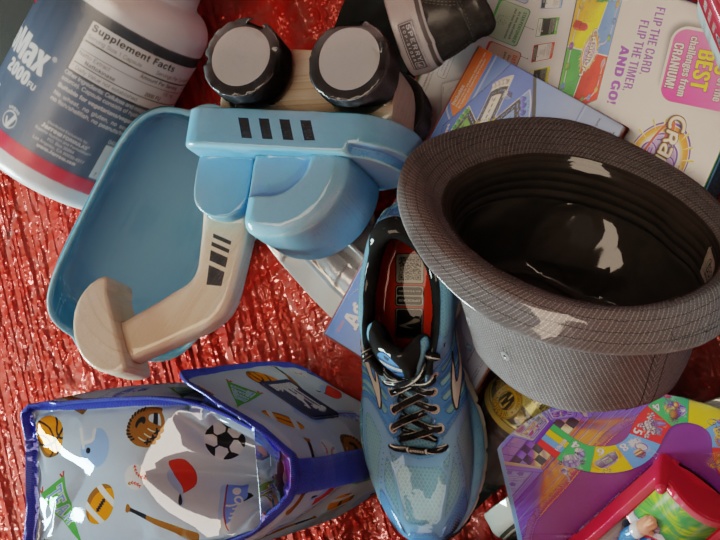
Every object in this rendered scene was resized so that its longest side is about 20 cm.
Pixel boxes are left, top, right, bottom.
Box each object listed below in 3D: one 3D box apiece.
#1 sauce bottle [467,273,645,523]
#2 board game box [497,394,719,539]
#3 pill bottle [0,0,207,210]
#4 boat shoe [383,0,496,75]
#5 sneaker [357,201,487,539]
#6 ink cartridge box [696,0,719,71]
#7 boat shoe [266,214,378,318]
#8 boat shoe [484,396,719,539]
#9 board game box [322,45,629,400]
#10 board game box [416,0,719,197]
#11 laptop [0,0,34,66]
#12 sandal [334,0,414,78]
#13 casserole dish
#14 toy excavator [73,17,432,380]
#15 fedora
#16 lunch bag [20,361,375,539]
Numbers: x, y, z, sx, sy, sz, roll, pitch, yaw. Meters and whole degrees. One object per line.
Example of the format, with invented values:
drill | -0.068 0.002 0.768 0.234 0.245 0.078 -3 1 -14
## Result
sauce bottle | 0.112 0.082 0.775 0.066 0.066 0.200 46 106 19
board game box | 0.161 0.161 0.708 0.157 0.039 0.201 -4 120 20
pill bottle | -0.176 -0.154 0.886 0.119 0.119 0.201 37 103 21
boat shoe | 0.044 -0.184 0.770 0.056 0.069 0.201 -20 38 12
sneaker | 0.023 0.059 0.725 0.078 0.090 0.202 -6 90 16
ink cartridge box | 0.224 -0.046 0.562 0.082 0.146 0.201 -22 89 15
boat shoe | 0.000 0.000 0.830 0.068 0.072 0.200 -44 69 3
boat shoe | 0.167 0.127 0.744 0.199 0.071 0.064 -28 76 21
board game box | 0.067 -0.022 0.766 0.103 0.019 0.201 31 100 13
board game box | 0.135 -0.106 0.780 0.199 0.040 0.154 27 100 23
laptop | -0.287 -0.285 1.002 0.200 0.116 0.187 41 108 -9
sandal | -0.009 -0.108 0.810 0.075 0.045 0.201 -7 60 39
casserole dish | -0.139 -0.028 0.878 0.201 0.121 0.039 -60 31 14
toy excavator | -0.064 -0.033 0.732 0.193 0.100 0.202 4 78 18
fedora | 0.110 0.005 0.679 0.200 0.176 0.091 42 140 42
lunch bag | -0.088 0.122 0.813 0.199 0.170 0.125 -6 85 27
